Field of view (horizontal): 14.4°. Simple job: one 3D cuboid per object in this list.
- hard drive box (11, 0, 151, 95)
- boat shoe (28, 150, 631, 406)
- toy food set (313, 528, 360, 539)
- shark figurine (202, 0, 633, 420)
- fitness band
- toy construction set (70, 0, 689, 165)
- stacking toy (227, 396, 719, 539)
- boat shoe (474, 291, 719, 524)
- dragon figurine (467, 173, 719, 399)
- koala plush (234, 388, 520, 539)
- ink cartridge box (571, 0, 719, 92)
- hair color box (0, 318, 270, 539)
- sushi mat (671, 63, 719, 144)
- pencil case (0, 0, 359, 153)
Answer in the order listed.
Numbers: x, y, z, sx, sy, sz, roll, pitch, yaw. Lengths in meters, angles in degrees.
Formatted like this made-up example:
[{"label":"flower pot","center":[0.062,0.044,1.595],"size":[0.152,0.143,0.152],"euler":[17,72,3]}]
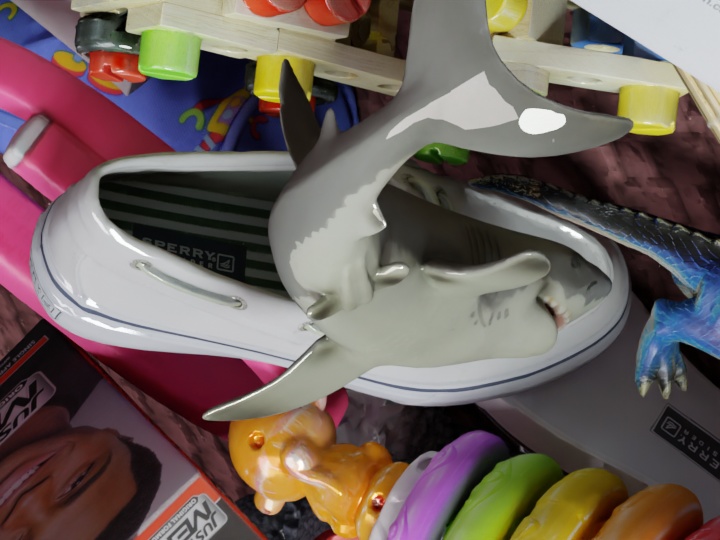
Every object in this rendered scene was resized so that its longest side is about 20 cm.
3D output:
[{"label":"hard drive box","center":[-0.114,-0.181,0.930],"size":[0.200,0.077,0.156],"euler":[38,145,13]},{"label":"boat shoe","center":[0.000,0.000,0.883],"size":[0.067,0.199,0.074],"euler":[134,132,-62]},{"label":"toy food set","center":[0.032,0.176,0.980],"size":[0.199,0.049,0.199],"euler":[1,109,4]},{"label":"shark figurine","center":[0.000,-0.029,0.773],"size":[0.215,0.128,0.090],"euler":[74,178,-70]},{"label":"fitness band","center":[-0.086,-0.006,0.972],"size":[0.200,0.037,0.144],"euler":[40,158,-11]},{"label":"toy construction set","center":[-0.009,-0.087,0.833],"size":[0.200,0.093,0.131],"euler":[28,163,-32]},{"label":"stacking toy","center":[0.043,0.094,0.894],"size":[0.199,0.110,0.117],"euler":[27,100,19]},{"label":"boat shoe","center":[0.089,0.060,0.964],"size":[0.200,0.072,0.068],"euler":[36,145,5]},{"label":"dragon figurine","center":[0.134,0.011,0.868],"size":[0.200,0.059,0.099],"euler":[44,144,-1]},{"label":"koala plush","center":[0.002,0.125,1.070],"size":[0.177,0.184,0.200],"euler":[44,125,0]},{"label":"ink cartridge box","center":[0.112,-0.126,0.679],"size":[0.196,0.043,0.200],"euler":[30,137,-17]},{"label":"hair color box","center":[-0.102,0.093,1.000],"size":[0.061,0.102,0.200],"euler":[48,173,-25]},{"label":"sushi mat","center":[0.159,-0.025,0.796],"size":[0.095,0.012,0.200],"euler":[-30,96,24]},{"label":"pencil case","center":[-0.098,-0.066,1.021],"size":[0.199,0.087,0.078],"euler":[23,129,29]}]
